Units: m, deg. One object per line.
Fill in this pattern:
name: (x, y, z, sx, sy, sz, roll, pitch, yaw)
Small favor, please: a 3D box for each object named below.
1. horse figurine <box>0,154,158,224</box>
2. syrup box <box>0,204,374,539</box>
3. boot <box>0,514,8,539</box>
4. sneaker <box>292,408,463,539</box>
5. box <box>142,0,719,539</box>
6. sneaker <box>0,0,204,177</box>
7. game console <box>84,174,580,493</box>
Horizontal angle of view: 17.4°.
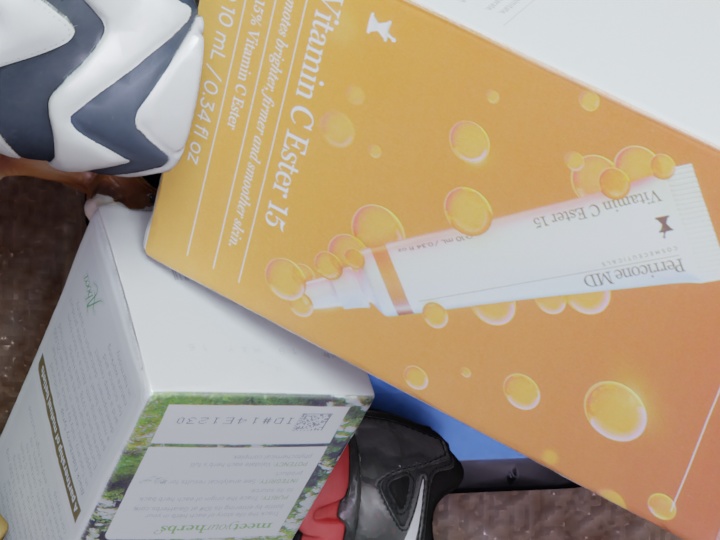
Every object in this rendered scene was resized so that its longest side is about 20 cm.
horse figurine: (-0.169, -0.053, 0.762, 0.200, 0.133, 0.050, 14, 97, 24)
syrup box: (-0.075, 0.075, 0.792, 0.079, 0.081, 0.200, 2, 138, -27)
boot: (-0.224, 0.075, 0.730, 0.155, 0.073, 0.200, 53, 48, 1)
sneaker: (-0.013, 0.137, 0.861, 0.098, 0.071, 0.201, 3, 110, -27)
box: (0.052, -0.029, 0.695, 0.200, 0.097, 0.124, 27, 126, 17)
sneaker: (-0.104, -0.128, 0.644, 0.130, 0.079, 0.199, 3, 109, -19)
game console: (0.000, 0.000, 0.837, 0.200, 0.171, 0.118, -3, 67, -3)
